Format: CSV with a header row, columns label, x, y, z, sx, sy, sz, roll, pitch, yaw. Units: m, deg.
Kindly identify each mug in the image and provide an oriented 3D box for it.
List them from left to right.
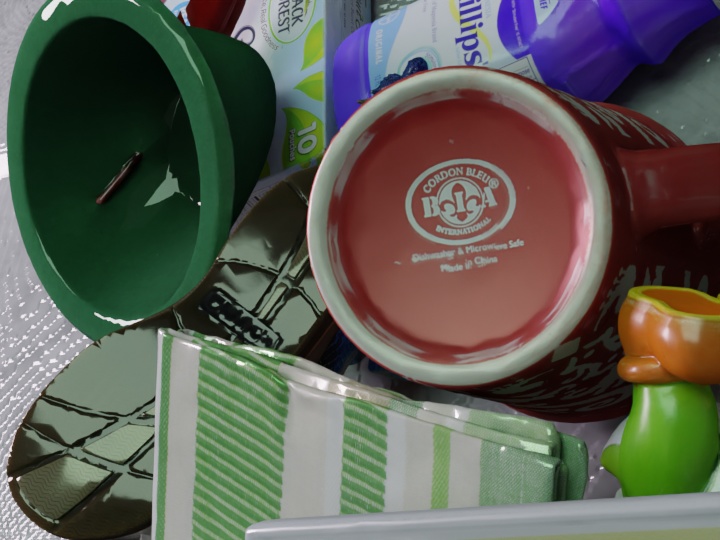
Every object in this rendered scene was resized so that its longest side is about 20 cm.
label,x,y,z,sx,sy,sz,roll,pitch,yaw
mug,0.076,-0.024,0.772,0.177,0.200,0.134,-43,75,12

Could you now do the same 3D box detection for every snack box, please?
label,x,y,z,sx,sy,sz,roll,pitch,yaw
snack box,-0.064,-0.105,1.075,0.141,0.053,0.202,-20,51,24

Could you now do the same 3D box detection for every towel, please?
label,x,y,z,sx,sy,sz,roll,pitch,yaw
towel,-0.006,0.109,0.735,0.199,0.023,0.154,14,105,42

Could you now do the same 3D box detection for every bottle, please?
label,x,y,z,sx,sy,sz,roll,pitch,yaw
bottle,0.083,-0.108,0.955,0.199,0.065,0.084,-22,47,24

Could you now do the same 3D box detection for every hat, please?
label,x,y,z,sx,sy,sz,roll,pitch,yaw
hat,-0.057,-0.073,1.001,0.165,0.175,0.202,21,114,40

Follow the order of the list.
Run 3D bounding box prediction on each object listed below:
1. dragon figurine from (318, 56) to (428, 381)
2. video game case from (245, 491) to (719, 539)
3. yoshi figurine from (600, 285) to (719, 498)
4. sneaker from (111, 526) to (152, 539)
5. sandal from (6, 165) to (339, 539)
label,x,y,z,sx,sy,sz,roll,pitch,yaw
dragon figurine,0.000,0.000,0.917,0.201,0.099,0.059,-52,43,-6
video game case,0.049,0.166,0.649,0.199,0.022,0.184,-9,86,40
yoshi figurine,0.126,0.110,0.675,0.111,0.112,0.202,7,99,11
sneaker,-0.071,0.111,0.886,0.199,0.091,0.077,15,99,47
sandal,-0.060,0.039,0.864,0.081,0.055,0.200,36,76,25
